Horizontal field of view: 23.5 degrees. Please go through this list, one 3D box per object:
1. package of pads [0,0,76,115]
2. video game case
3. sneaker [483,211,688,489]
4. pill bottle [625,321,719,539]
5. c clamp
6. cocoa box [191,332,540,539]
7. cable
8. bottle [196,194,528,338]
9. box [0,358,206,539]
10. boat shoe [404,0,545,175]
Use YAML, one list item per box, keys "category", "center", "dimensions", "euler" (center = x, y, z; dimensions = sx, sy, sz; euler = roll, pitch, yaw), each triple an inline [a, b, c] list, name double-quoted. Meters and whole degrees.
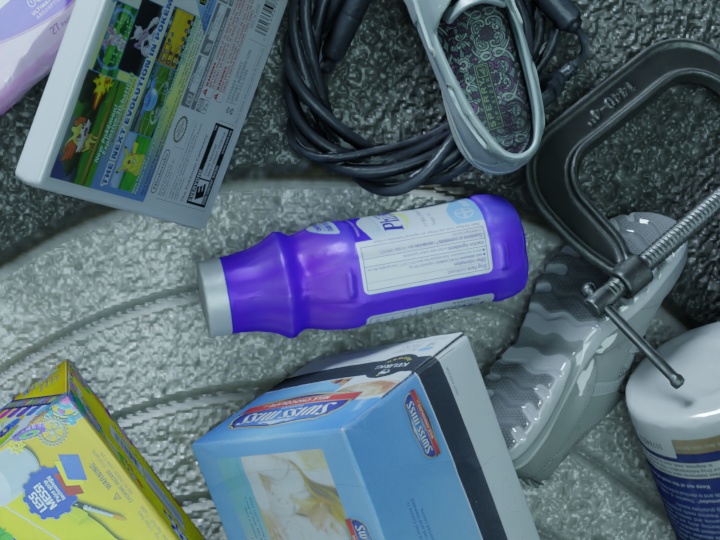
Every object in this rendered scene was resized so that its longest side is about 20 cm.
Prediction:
- category: "package of pads"
  center: [-0.203, -0.177, 1.007]
  dimensions: [0.200, 0.076, 0.121]
  euler: [-42, 104, -3]
- category: "video game case"
  center: [-0.106, -0.131, 0.991]
  dimensions: [0.022, 0.182, 0.202]
  euler: [22, 93, 25]
- category: "sneaker"
  center: [0.143, 0.050, 1.116]
  dimensions: [0.200, 0.075, 0.082]
  euler: [-50, 138, -6]
- category: "pill bottle"
  center: [0.250, 0.143, 1.105]
  dimensions: [0.110, 0.111, 0.201]
  euler: [-26, 114, -6]
- category: "c clamp"
  center: [0.194, -0.049, 1.085]
  dimensions: [0.171, 0.027, 0.200]
  euler: [42, 71, 12]
- category: "cocoa box"
  center: [0.014, 0.160, 1.036]
  dimensions: [0.131, 0.133, 0.202]
  euler: [-32, 106, -46]
- category: "cable"
  center: [0.034, -0.141, 1.069]
  dimensions: [0.199, 0.051, 0.164]
  euler: [-34, 102, -4]
- category: "bottle"
  center: [0.000, 0.000, 1.063]
  dimensions: [0.198, 0.084, 0.066]
  euler: [-10, 99, -8]
- category: "box"
  center: [-0.191, 0.198, 1.033]
  dimensions: [0.192, 0.122, 0.201]
  euler: [-37, 102, -3]
- category: "boat shoe"
  center: [0.064, -0.156, 1.018]
  dimensions: [0.069, 0.071, 0.203]
  euler: [-20, 94, -10]
